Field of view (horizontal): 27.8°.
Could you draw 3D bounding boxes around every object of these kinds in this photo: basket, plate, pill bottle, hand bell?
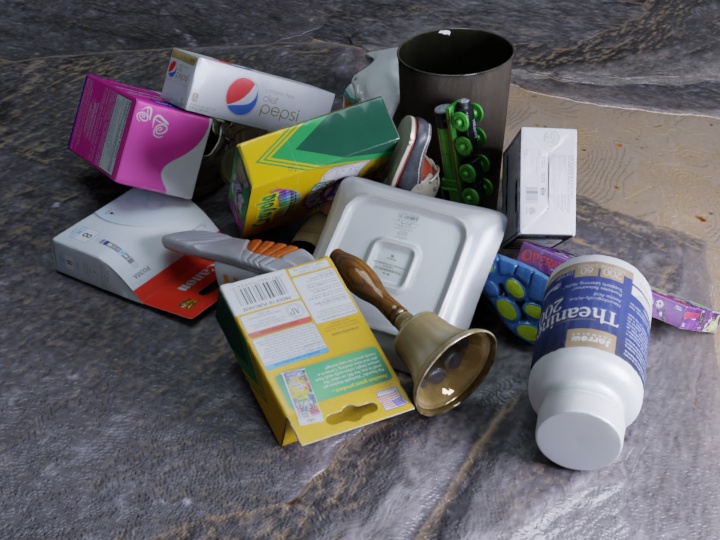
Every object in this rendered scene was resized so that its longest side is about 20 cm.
[{"bbox_3d":[0.110,-0.164,1.718,0.134,0.202,0.181,6,27,11],"label":"basket"},{"bbox_3d":[0.033,0.000,1.531,0.198,0.032,0.202,15,69,21],"label":"plate"},{"bbox_3d":[0.221,0.089,1.406,0.110,0.112,0.201,7,44,10],"label":"pill bottle"},{"bbox_3d":[0.034,0.043,1.456,0.103,0.105,0.200,-22,49,-32],"label":"hand bell"}]

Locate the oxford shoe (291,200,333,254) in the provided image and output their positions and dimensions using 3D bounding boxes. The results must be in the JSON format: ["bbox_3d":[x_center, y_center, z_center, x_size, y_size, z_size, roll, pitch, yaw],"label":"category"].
[{"bbox_3d":[0.000,0.000,1.612,0.074,0.071,0.200,-40,46,-12],"label":"oxford shoe"}]

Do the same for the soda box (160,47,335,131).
[{"bbox_3d":[-0.132,-0.206,1.715,0.199,0.064,0.068,9,11,-38],"label":"soda box"}]

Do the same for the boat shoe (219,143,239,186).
[{"bbox_3d":[-0.085,-0.129,1.792,0.198,0.076,0.068,-2,11,-24],"label":"boat shoe"}]

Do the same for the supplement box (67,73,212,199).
[{"bbox_3d":[-0.266,-0.162,1.736,0.100,0.104,0.200,12,11,-30],"label":"supplement box"}]

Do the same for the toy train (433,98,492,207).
[{"bbox_3d":[0.117,-0.099,1.634,0.056,0.202,0.042,11,32,38],"label":"toy train"}]

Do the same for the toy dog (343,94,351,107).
[{"bbox_3d":[0.033,-0.226,1.893,0.199,0.097,0.131,-14,3,-36],"label":"toy dog"}]

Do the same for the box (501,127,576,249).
[{"bbox_3d":[0.195,-0.087,1.606,0.059,0.118,0.200,1,-4,0],"label":"box"}]

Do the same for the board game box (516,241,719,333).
[{"bbox_3d":[0.278,0.018,1.560,0.199,0.033,0.120,24,12,31],"label":"board game box"}]

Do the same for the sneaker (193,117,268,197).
[{"bbox_3d":[-0.172,-0.166,1.837,0.070,0.076,0.200,13,35,18],"label":"sneaker"}]

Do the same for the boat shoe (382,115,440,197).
[{"bbox_3d":[0.059,-0.099,1.636,0.062,0.201,0.072,11,53,-3],"label":"boat shoe"}]

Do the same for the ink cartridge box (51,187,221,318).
[{"bbox_3d":[-0.222,-0.025,1.641,0.198,0.048,0.160,18,35,28],"label":"ink cartridge box"}]

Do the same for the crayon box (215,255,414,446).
[{"bbox_3d":[-0.048,0.089,1.430,0.125,0.052,0.201,-15,55,-23],"label":"crayon box"}]

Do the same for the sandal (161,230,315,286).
[{"bbox_3d":[-0.131,0.000,1.578,0.205,0.060,0.079,13,20,37],"label":"sandal"}]

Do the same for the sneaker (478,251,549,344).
[{"bbox_3d":[0.154,0.014,1.563,0.199,0.071,0.083,32,11,23],"label":"sneaker"}]

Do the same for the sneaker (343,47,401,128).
[{"bbox_3d":[0.019,-0.204,1.776,0.087,0.076,0.201,7,41,10],"label":"sneaker"}]

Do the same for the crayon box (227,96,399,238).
[{"bbox_3d":[-0.058,-0.111,1.636,0.171,0.200,0.059,-21,79,-12],"label":"crayon box"}]
